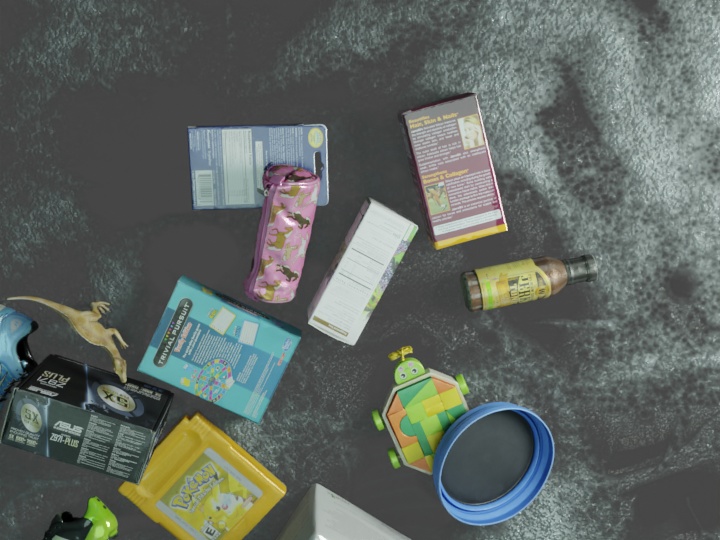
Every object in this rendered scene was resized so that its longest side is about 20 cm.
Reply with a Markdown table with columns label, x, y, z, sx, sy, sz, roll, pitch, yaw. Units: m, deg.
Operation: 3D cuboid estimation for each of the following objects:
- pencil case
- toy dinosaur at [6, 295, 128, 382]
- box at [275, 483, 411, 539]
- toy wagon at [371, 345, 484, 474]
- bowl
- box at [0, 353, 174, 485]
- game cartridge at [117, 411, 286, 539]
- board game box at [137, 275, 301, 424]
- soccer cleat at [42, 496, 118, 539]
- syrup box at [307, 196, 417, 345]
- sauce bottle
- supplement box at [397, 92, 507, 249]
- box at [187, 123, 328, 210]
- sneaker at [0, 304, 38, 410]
| label | x | y | z | sx | sy | sz | roll | pitch | yaw |
| --- | --- | --- | --- | --- | --- | --- | --- | --- | --- |
| pencil case | -0.114 | -0.050 | 1.225 | 0.086 | 0.083 | 0.201 | 8 | 117 | -9 |
| toy dinosaur | -0.400 | 0.075 | 1.246 | 0.200 | 0.101 | 0.058 | 40 | 97 | -10 |
| box | -0.040 | 0.480 | 1.308 | 0.199 | 0.171 | 0.199 | 32 | 98 | -8 |
| toy wagon | 0.096 | 0.215 | 1.331 | 0.155 | 0.040 | 0.201 | -23 | 102 | 1 |
| bowl | 0.202 | 0.295 | 1.324 | 0.200 | 0.039 | 0.202 | -7 | 110 | -19 |
| box | -0.387 | 0.210 | 1.242 | 0.199 | 0.164 | 0.087 | 19 | 100 | -6 |
| game cartridge | -0.246 | 0.341 | 1.342 | 0.200 | 0.032 | 0.176 | 42 | 96 | -11 |
| board game box | -0.210 | 0.119 | 1.292 | 0.199 | 0.047 | 0.152 | 26 | 99 | -7 |
| soccer cleat | -0.468 | 0.427 | 1.337 | 0.200 | 0.068 | 0.081 | -35 | 83 | 3 |
| syrup box | 0.000 | 0.000 | 1.264 | 0.081 | 0.079 | 0.201 | 26 | 99 | -8 |
| sauce bottle | 0.252 | 0.013 | 1.287 | 0.199 | 0.065 | 0.065 | -13 | 101 | 0 |
| supplement box | 0.131 | -0.144 | 1.239 | 0.110 | 0.086 | 0.201 | -15 | 102 | 0 |
| box | -0.147 | -0.151 | 1.250 | 0.199 | 0.032 | 0.122 | -1 | 102 | -2 |
| sneaker | -0.525 | 0.155 | 1.269 | 0.089 | 0.078 | 0.201 | 14 | 100 | -9 |
